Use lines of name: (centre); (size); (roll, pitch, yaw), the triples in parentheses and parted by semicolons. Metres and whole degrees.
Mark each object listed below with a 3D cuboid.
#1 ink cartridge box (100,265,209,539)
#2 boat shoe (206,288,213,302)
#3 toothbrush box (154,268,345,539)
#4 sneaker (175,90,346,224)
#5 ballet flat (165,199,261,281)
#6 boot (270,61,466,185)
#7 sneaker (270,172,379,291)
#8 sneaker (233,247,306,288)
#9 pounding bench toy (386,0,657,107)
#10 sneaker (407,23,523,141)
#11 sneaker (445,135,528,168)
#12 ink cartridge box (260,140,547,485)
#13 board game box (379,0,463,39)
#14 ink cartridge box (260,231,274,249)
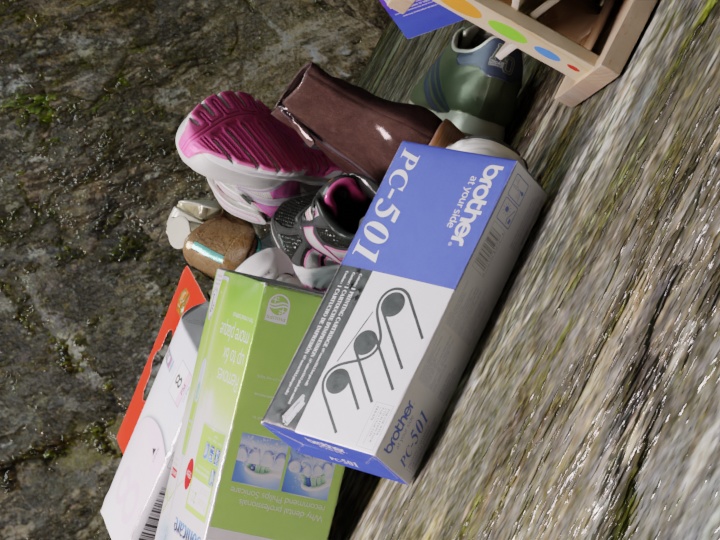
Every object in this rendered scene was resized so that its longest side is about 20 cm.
ink cartridge box: (-0.151, 0.102, 1.627); (0.163, 0.057, 0.200); (-66, 31, 16)
boat shoe: (-0.055, 0.081, 1.715); (0.072, 0.068, 0.201); (55, 168, 45)
toothbrush box: (-0.064, 0.108, 1.452); (0.146, 0.086, 0.201); (-164, 86, -74)
sneaker: (-0.081, -0.075, 1.685); (0.088, 0.082, 0.200); (-42, -25, 22)
ballet flat: (-0.121, -0.027, 1.771); (0.200, 0.072, 0.068); (-112, 43, -79)
boot: (0.011, -0.088, 1.647); (0.073, 0.166, 0.200); (-63, 5, -16)
sneaker: (-0.007, -0.036, 1.589); (0.080, 0.087, 0.200); (-41, 29, -21)
sneaker: (-0.040, 0.070, 1.617); (0.075, 0.081, 0.200); (-42, -36, -11)
pounding bench toy: (0.122, -0.233, 1.366); (0.201, 0.155, 0.124); (-62, 5, -8)
sneaker: (0.089, -0.149, 1.714); (0.200, 0.067, 0.090); (-131, 59, -77)
sneaker: (0.040, 0.000, 1.442); (0.200, 0.074, 0.080); (-57, 12, 40)
ink cartridge box: (0.027, 0.022, 1.320); (0.094, 0.044, 0.201); (12, 68, 40)
board game box: (0.119, -0.247, 1.546); (0.199, 0.045, 0.135); (-15, 36, 37)
ink cartridge box: (-0.079, -0.013, 1.909); (0.160, 0.047, 0.201); (127, 168, -71)
